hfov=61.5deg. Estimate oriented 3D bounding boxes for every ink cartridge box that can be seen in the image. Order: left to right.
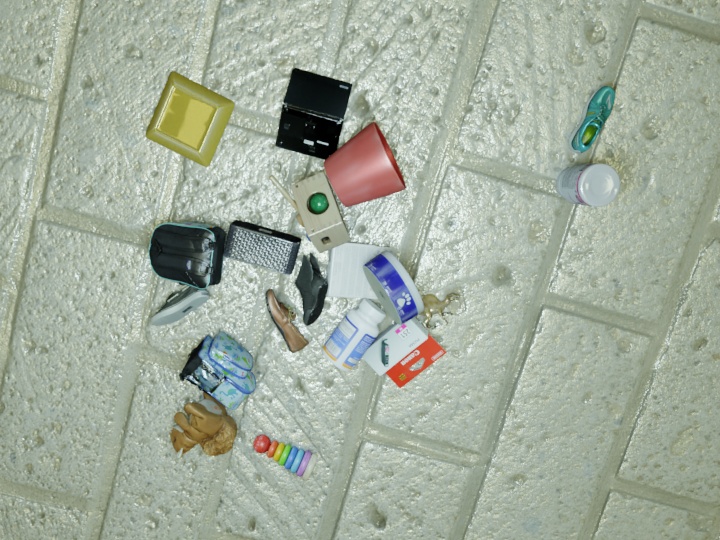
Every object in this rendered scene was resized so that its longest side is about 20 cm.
[{"bbox_3d":[0.000,0.000,1.781,0.197,0.050,0.164,3,100,-21],"label":"ink cartridge box"},{"bbox_3d":[0.127,0.247,1.794,0.200,0.044,0.174,-41,98,21],"label":"ink cartridge box"}]

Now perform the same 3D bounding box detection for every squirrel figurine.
[{"bbox_3d":[-0.468,0.484,1.793,0.199,0.142,0.187,39,103,-5],"label":"squirrel figurine"}]

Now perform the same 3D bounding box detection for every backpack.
[{"bbox_3d":[-0.479,-0.050,1.687,0.197,0.153,0.179,8,100,6],"label":"backpack"},{"bbox_3d":[-0.388,0.287,1.737,0.147,0.183,0.200,-44,103,6],"label":"backpack"}]

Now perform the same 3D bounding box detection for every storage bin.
[{"bbox_3d":[-0.273,-0.067,1.703,0.197,0.135,0.095,17,99,-5],"label":"storage bin"}]

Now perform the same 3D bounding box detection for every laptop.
[{"bbox_3d":[-0.132,-0.437,1.711,0.175,0.104,0.202,14,124,-4],"label":"laptop"}]

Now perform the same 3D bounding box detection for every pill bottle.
[{"bbox_3d":[-0.015,0.185,1.768,0.112,0.112,0.201,36,96,-7],"label":"pill bottle"},{"bbox_3d":[0.622,-0.238,1.674,0.111,0.200,0.115,0,100,-2],"label":"pill bottle"}]

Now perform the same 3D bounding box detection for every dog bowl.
[{"bbox_3d":[0.090,0.049,1.690,0.078,0.200,0.202,-32,99,-9],"label":"dog bowl"}]

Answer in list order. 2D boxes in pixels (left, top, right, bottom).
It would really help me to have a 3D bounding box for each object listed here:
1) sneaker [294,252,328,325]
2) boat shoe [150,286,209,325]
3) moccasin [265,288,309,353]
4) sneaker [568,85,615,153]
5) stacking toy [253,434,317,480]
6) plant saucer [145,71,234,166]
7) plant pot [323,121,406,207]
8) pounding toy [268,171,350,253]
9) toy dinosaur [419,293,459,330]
[{"bbox_3d":[-0.151,0.057,1.766,0.104,0.060,0.202,41,129,26],"label":"sneaker"},{"bbox_3d":[-0.528,0.096,1.763,0.198,0.071,0.064,-29,67,11],"label":"boat shoe"},{"bbox_3d":[-0.215,0.142,1.774,0.077,0.074,0.203,-29,97,-6],"label":"moccasin"},{"bbox_3d":[0.665,-0.422,1.706,0.077,0.080,0.202,24,97,-6],"label":"sneaker"},{"bbox_3d":[-0.234,0.559,1.847,0.198,0.085,0.086,26,98,1],"label":"stacking toy"},{"bbox_3d":[-0.479,-0.420,1.682,0.198,0.048,0.202,25,98,-5],"label":"plant saucer"},{"bbox_3d":[0.006,-0.277,1.663,0.175,0.201,0.202,-25,100,12],"label":"plant pot"},{"bbox_3d":[-0.133,-0.166,1.643,0.140,0.200,0.186,-22,73,2],"label":"pounding toy"},{"bbox_3d":[0.200,0.124,1.804,0.197,0.058,0.103,-13,84,-3],"label":"toy dinosaur"}]
